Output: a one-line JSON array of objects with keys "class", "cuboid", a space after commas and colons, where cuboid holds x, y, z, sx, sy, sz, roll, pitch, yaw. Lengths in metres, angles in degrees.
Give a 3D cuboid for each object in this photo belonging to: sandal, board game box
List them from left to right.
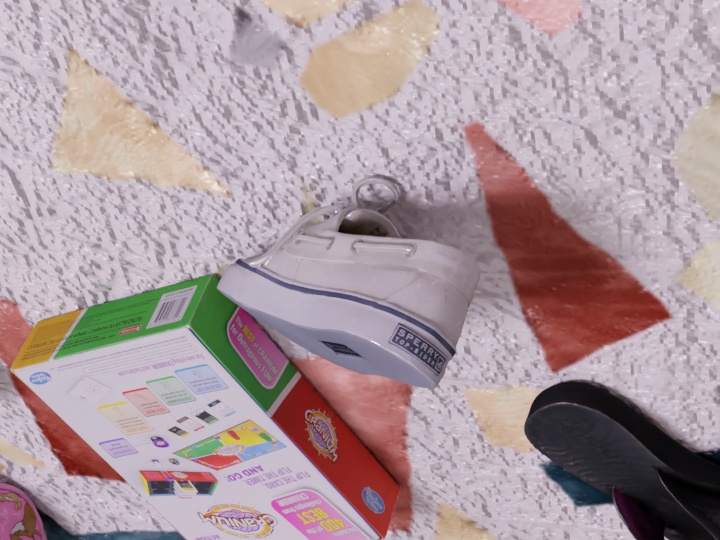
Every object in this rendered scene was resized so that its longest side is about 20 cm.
[{"class": "board game box", "cuboid": [-0.092, 0.097, 0.946, 0.152, 0.040, 0.200, -13, 129, 36]}, {"class": "sandal", "cuboid": [0.173, 0.134, 0.856, 0.200, 0.048, 0.075, 31, 140, -9]}]

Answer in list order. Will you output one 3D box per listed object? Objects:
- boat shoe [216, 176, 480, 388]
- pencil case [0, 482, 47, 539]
[{"class": "boat shoe", "cuboid": [-0.003, -0.003, 0.769, 0.074, 0.086, 0.202, 35, 169, -22]}, {"class": "pencil case", "cuboid": [-0.316, 0.210, 1.151, 0.199, 0.086, 0.083, -20, 94, 40]}]
